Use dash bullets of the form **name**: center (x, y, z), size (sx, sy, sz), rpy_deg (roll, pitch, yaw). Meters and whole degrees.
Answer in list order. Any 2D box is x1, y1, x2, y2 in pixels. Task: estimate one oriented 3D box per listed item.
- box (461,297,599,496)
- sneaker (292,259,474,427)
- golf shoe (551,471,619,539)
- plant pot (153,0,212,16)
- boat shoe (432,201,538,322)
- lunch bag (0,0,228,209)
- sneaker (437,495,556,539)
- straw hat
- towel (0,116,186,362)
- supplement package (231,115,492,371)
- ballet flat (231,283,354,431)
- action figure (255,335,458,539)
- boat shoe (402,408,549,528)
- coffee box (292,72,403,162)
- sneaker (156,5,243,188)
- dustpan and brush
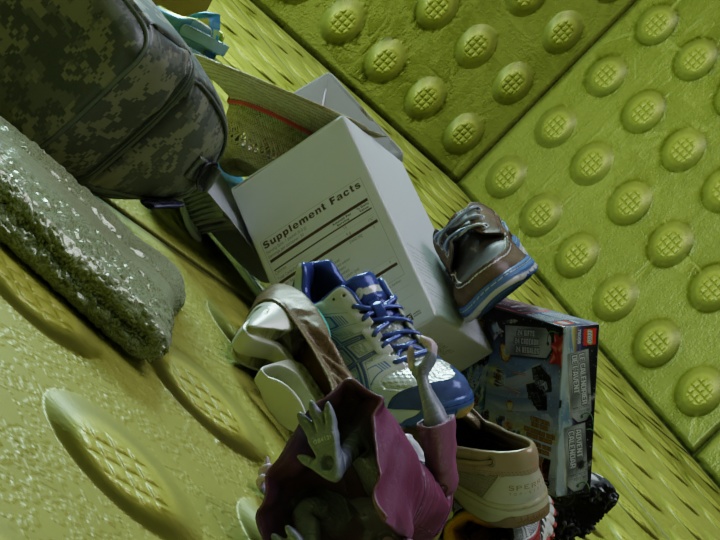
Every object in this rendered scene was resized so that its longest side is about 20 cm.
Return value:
- **box**: center (0.119, 0.095, 1.535), size (0.040, 0.138, 0.200), rpy_deg (-4, 11, -31)
- **sneaker**: center (0.006, 0.050, 1.349), size (0.075, 0.089, 0.199), rpy_deg (-11, 22, -38)
- **golf shoe**: center (0.177, 0.195, 1.755), size (0.095, 0.078, 0.200), rpy_deg (50, 8, 34)
- **plant pot**: center (-0.245, -0.336, 1.921), size (0.200, 0.176, 0.200), rpy_deg (46, 8, 12)
- **boat shoe**: center (0.091, -0.012, 1.489), size (0.073, 0.072, 0.200), rpy_deg (53, 5, -4)
- **lunch bag**: center (-0.194, -0.149, 1.357), size (0.200, 0.139, 0.168), rpy_deg (50, 10, 28)
- **sneaker**: center (0.099, 0.190, 1.370), size (0.082, 0.078, 0.200), rpy_deg (41, 8, -18)
- **straw hat**: center (-0.080, -0.113, 1.592), size (0.200, 0.086, 0.201), rpy_deg (22, 2, -1)
- **towel**: center (-0.188, -0.030, 1.156), size (0.200, 0.036, 0.148), rpy_deg (44, 9, -10)
- **supplement package**: center (0.000, 0.000, 1.521), size (0.121, 0.119, 0.201), rpy_deg (33, 29, -58)
- **ballet flat**: center (-0.049, 0.072, 1.312), size (0.072, 0.068, 0.200), rpy_deg (12, 32, -39)
- **action figure**: center (0.022, 0.128, 1.079), size (0.149, 0.134, 0.200), rpy_deg (49, 11, 22)
- **boat shoe**: center (0.066, 0.123, 1.365), size (0.199, 0.071, 0.065), rpy_deg (21, -57, 49)
- **coffee box**: center (-0.028, -0.077, 1.765), size (0.114, 0.079, 0.200), rpy_deg (50, -20, 22)
- **sneaker**: center (-0.146, -0.157, 1.682), size (0.200, 0.131, 0.080), rpy_deg (46, 6, 6)
- **dustpan and brush**: center (-0.149, -0.074, 1.575), size (0.140, 0.057, 0.200), rpy_deg (54, 6, -42)
